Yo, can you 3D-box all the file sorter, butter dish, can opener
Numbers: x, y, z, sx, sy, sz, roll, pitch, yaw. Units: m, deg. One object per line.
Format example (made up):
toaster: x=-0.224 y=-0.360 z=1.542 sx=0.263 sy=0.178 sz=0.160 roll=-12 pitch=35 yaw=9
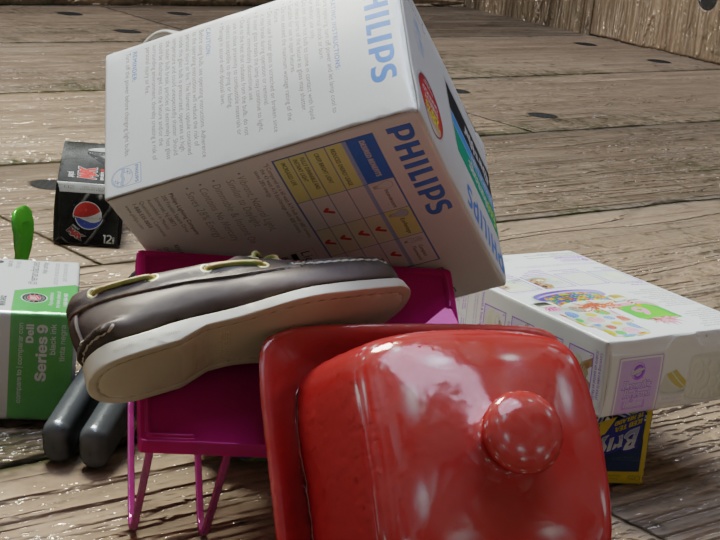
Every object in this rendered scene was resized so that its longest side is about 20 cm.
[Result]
file sorter: x=-0.045 y=0.086 z=1.102 sx=0.198 sy=0.126 sz=0.140 roll=3 pitch=50 yaw=-12
butter dish: x=0.061 y=0.105 z=0.947 sx=0.198 sy=0.202 sz=0.148 roll=0 pitch=-22 yaw=-20
can opener: x=-0.171 y=0.085 z=1.265 sx=0.052 sy=0.067 sz=0.200 roll=6 pitch=23 yaw=9

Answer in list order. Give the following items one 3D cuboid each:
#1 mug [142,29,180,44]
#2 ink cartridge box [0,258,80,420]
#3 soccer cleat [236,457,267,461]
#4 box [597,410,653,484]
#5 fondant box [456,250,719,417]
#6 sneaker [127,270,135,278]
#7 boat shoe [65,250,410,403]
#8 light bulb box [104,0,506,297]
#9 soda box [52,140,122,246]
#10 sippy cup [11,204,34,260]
mug: x=-0.190 y=-0.203 z=2.189 sx=0.174 sy=0.149 sz=0.199 roll=3 pitch=-17 yaw=-39
ink cartridge box: x=-0.306 y=0.046 z=1.289 sx=0.198 sy=0.085 sz=0.146 roll=3 pitch=15 yaw=-10
soccer cleat: x=-0.093 y=0.093 z=1.281 sx=0.083 sy=0.065 sz=0.200 roll=32 pitch=1 yaw=-22
box: x=0.153 y=0.094 z=1.333 sx=0.069 sy=0.065 sz=0.200 roll=3 pitch=15 yaw=-12
fondant box: x=0.162 y=0.041 z=1.296 sx=0.143 sy=0.059 sz=0.200 roll=-4 pitch=18 yaw=-36
sneaker: x=-0.097 y=0.038 z=1.479 sx=0.198 sy=0.075 sz=0.088 roll=7 pitch=-10 yaw=1
boat shoe: x=-0.069 y=0.020 z=1.022 sx=0.199 sy=0.072 sz=0.060 roll=-15 pitch=59 yaw=-18
light bulb box: x=-0.032 y=-0.063 z=1.131 sx=0.198 sy=0.199 sz=0.126 roll=-15 pitch=54 yaw=13
soda box: x=-0.275 y=-0.081 z=1.815 sx=0.070 sy=0.064 sz=0.200 roll=4 pitch=16 yaw=-9
sippy cup: x=-0.375 y=-0.049 z=1.527 sx=0.176 sy=0.131 sz=0.140 roll=2 pitch=16 yaw=-18
